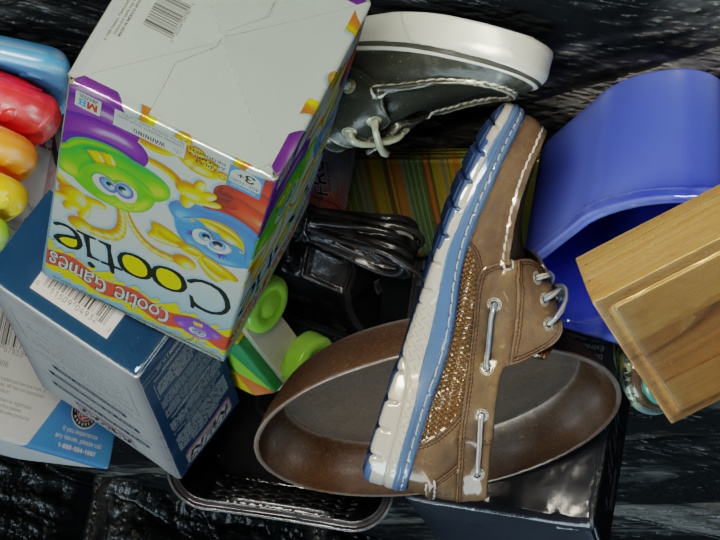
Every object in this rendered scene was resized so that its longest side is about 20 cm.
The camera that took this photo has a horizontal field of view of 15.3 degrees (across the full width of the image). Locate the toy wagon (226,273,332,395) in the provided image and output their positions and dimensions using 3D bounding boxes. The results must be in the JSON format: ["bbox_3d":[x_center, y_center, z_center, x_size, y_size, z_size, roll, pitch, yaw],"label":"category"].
[{"bbox_3d":[-0.104,-0.001,1.448,0.155,0.040,0.200,25,163,32],"label":"toy wagon"}]

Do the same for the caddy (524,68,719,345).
[{"bbox_3d":[0.162,-0.016,1.357,0.141,0.105,0.200,16,156,-16],"label":"caddy"}]

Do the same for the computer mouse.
[{"bbox_3d":[0.000,0.000,1.440,0.140,0.046,0.200,16,160,20],"label":"computer mouse"}]

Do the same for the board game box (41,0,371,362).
[{"bbox_3d":[-0.075,-0.058,1.243,0.103,0.105,0.200,26,154,2],"label":"board game box"}]

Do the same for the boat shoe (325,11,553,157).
[{"bbox_3d":[0.003,-0.087,1.317,0.200,0.064,0.071,1,166,34],"label":"boat shoe"}]

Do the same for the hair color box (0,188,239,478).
[{"bbox_3d":[-0.128,0.037,1.422,0.100,0.061,0.200,33,165,13],"label":"hair color box"}]

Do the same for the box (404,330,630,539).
[{"bbox_3d":[0.106,0.065,1.639,0.117,0.200,0.197,7,168,9],"label":"box"}]

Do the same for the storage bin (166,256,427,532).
[{"bbox_3d":[-0.033,0.042,1.589,0.135,0.201,0.094,8,-173,5],"label":"storage bin"}]

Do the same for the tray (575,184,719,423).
[{"bbox_3d":[0.212,-0.010,1.256,0.200,0.037,0.099,-27,131,11],"label":"tray"}]

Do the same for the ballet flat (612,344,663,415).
[{"bbox_3d":[0.182,0.026,1.527,0.074,0.074,0.200,0,-161,37],"label":"ballet flat"}]

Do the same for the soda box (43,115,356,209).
[{"bbox_3d":[-0.091,-0.063,1.496,0.064,0.069,0.200,20,164,-42],"label":"soda box"}]

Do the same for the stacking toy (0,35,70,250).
[{"bbox_3d":[-0.226,-0.028,1.446,0.109,0.201,0.116,10,169,-5],"label":"stacking toy"}]

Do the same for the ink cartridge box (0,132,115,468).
[{"bbox_3d":[-0.205,0.005,1.595,0.084,0.200,0.144,3,167,39],"label":"ink cartridge box"}]

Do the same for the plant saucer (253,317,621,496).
[{"bbox_3d":[0.040,0.070,1.448,0.200,0.035,0.200,-7,153,-4],"label":"plant saucer"}]

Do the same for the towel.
[{"bbox_3d":[0.085,-0.038,1.479,0.199,0.018,0.086,0,141,12],"label":"towel"}]

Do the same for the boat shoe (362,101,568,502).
[{"bbox_3d":[0.063,0.018,1.317,0.072,0.200,0.072,18,-167,0],"label":"boat shoe"}]
